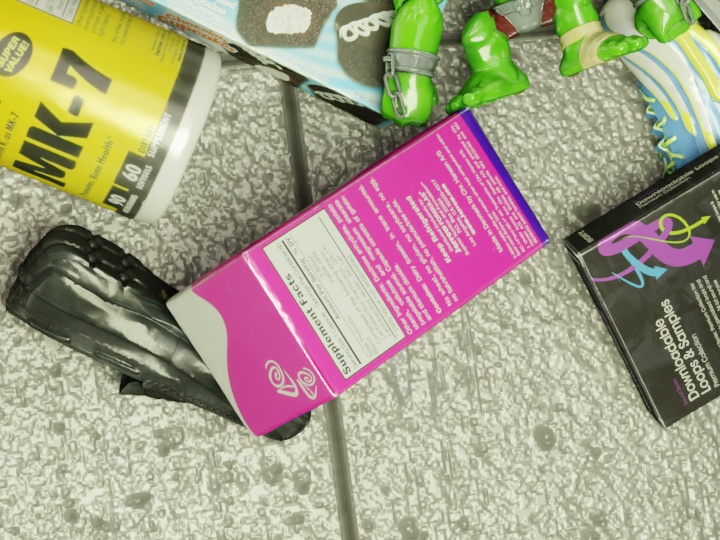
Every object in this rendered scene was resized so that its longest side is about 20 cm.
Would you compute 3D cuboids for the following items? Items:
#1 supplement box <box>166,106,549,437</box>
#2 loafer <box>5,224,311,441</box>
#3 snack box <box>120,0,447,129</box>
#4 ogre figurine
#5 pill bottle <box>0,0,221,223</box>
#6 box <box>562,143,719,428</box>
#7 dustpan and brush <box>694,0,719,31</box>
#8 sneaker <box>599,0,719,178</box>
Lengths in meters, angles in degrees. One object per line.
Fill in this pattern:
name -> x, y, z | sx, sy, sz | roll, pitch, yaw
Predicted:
supplement box -> 0.000, 0.000, 1.384 | 0.200, 0.101, 0.103 | -33, 92, -36
loafer -> -0.121, 0.048, 1.407 | 0.200, 0.068, 0.070 | 33, 113, -15
snack box -> -0.047, -0.185, 1.459 | 0.200, 0.037, 0.116 | 25, 77, -10
ogre figurine -> 0.096, -0.172, 1.435 | 0.200, 0.098, 0.120 | -19, 91, 16
pill bottle -> -0.193, -0.115, 1.377 | 0.200, 0.114, 0.115 | 22, 79, -10
box -> 0.243, -0.010, 1.466 | 0.200, 0.036, 0.143 | -31, 115, -5
dustpan and brush -> 0.271, -0.230, 1.517 | 0.140, 0.057, 0.200 | 48, 39, -7
sneaker -> 0.218, -0.086, 1.493 | 0.200, 0.076, 0.105 | 38, 77, -8
